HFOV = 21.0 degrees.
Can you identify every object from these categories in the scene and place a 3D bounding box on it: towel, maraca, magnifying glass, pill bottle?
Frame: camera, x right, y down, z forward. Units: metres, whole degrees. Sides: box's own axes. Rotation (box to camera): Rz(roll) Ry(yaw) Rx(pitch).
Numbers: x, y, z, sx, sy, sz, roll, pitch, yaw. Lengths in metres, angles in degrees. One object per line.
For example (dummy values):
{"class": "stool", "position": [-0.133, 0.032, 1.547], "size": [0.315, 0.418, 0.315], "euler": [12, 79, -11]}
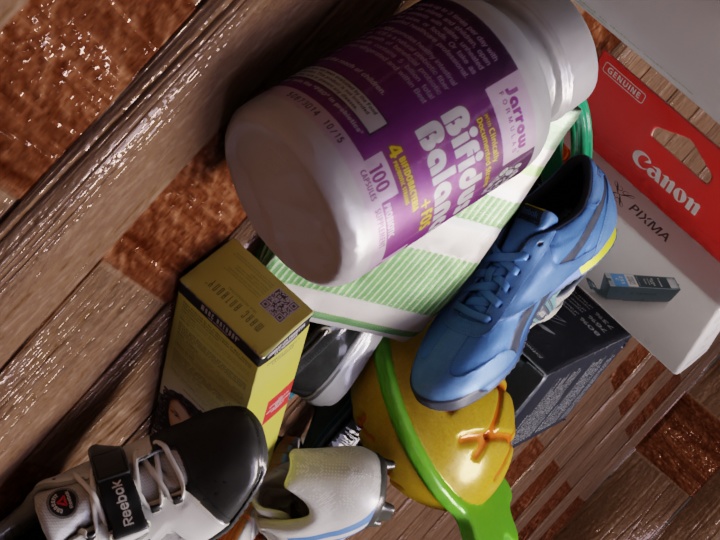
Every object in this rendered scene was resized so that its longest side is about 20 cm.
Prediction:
{"class": "towel", "position": [0.026, -0.042, 1.210], "size": [0.152, 0.023, 0.200], "euler": [14, 122, -32]}
{"class": "maraca", "position": [0.060, 0.117, 1.357], "size": [0.107, 0.201, 0.137], "euler": [-22, -168, 24]}
{"class": "magnifying glass", "position": [0.129, -0.116, 1.320], "size": [0.200, 0.022, 0.080], "euler": [67, 34, -53]}
{"class": "pill bottle", "position": [0.033, -0.084, 1.069], "size": [0.200, 0.112, 0.112], "euler": [-33, 159, -26]}

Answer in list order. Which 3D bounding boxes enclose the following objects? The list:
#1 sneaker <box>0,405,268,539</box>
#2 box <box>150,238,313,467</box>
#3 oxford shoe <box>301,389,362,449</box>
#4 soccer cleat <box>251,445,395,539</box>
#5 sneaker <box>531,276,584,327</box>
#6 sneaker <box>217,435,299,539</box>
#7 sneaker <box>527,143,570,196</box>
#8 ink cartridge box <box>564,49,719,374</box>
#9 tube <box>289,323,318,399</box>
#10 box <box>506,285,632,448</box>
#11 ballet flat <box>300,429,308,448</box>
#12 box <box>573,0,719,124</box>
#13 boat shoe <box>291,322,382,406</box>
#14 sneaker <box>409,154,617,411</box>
{"class": "sneaker", "position": [-0.147, 0.144, 1.166], "size": [0.200, 0.074, 0.088], "euler": [-33, 159, 18]}
{"class": "box", "position": [-0.084, 0.070, 1.222], "size": [0.050, 0.075, 0.200], "euler": [-38, 160, -31]}
{"class": "oxford shoe", "position": [-0.003, 0.095, 1.447], "size": [0.073, 0.084, 0.201], "euler": [24, 95, -38]}
{"class": "soccer cleat", "position": [-0.043, 0.167, 1.349], "size": [0.200, 0.086, 0.070], "euler": [125, -28, -57]}
{"class": "sneaker", "position": [0.141, -0.003, 1.445], "size": [0.086, 0.078, 0.200], "euler": [-35, -174, 27]}
{"class": "sneaker", "position": [-0.095, 0.168, 1.432], "size": [0.200, 0.077, 0.079], "euler": [-43, 139, -72]}
{"class": "sneaker", "position": [0.092, -0.052, 1.405], "size": [0.092, 0.076, 0.200], "euler": [-50, 163, 24]}
{"class": "ink cartridge box", "position": [0.217, -0.043, 1.512], "size": [0.045, 0.200, 0.176], "euler": [-34, 159, -36]}
{"class": "tube", "position": [-0.018, 0.038, 1.377], "size": [0.200, 0.050, 0.077], "euler": [-45, 157, 2]}
{"class": "box", "position": [0.103, 0.054, 1.541], "size": [0.104, 0.148, 0.200], "euler": [-54, 162, 24]}
{"class": "ballet flat", "position": [-0.032, 0.149, 1.556], "size": [0.067, 0.068, 0.200], "euler": [16, 130, -41]}
{"class": "box", "position": [0.176, -0.218, 1.002], "size": [0.171, 0.199, 0.200], "euler": [-46, 164, -5]}
{"class": "boat shoe", "position": [0.000, 0.000, 1.299], "size": [0.056, 0.069, 0.201], "euler": [23, 103, -30]}
{"class": "sneaker", "position": [0.095, 0.003, 1.283], "size": [0.200, 0.066, 0.079], "euler": [-47, 144, -20]}
